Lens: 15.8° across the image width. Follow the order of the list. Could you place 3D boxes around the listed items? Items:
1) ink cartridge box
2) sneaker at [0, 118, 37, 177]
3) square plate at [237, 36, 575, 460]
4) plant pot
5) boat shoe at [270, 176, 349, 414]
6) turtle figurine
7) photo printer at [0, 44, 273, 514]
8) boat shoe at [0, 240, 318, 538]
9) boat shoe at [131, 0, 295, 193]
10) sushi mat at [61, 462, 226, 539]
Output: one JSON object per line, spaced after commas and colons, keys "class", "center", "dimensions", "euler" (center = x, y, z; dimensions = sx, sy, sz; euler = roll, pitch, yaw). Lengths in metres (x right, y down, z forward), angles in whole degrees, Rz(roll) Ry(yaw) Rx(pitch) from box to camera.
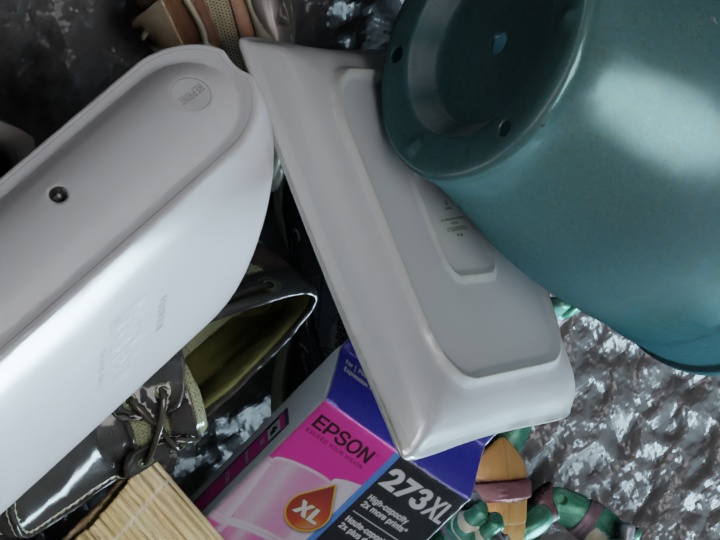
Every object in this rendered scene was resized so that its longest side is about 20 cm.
{"class": "ink cartridge box", "center": [-0.018, 0.112, 1.253], "dimensions": [0.095, 0.037, 0.200], "euler": [36, 110, -22]}
{"class": "sneaker", "center": [-0.226, -0.055, 1.070], "dimensions": [0.199, 0.093, 0.071], "euler": [9, 77, -22]}
{"class": "square plate", "center": [0.032, -0.018, 1.195], "dimensions": [0.200, 0.028, 0.199], "euler": [-6, 73, -65]}
{"class": "plant pot", "center": [0.118, -0.074, 1.179], "dimensions": [0.187, 0.200, 0.201], "euler": [21, 92, -36]}
{"class": "boat shoe", "center": [-0.002, 0.000, 1.271], "dimensions": [0.074, 0.066, 0.201], "euler": [2, 103, -33]}
{"class": "turtle figurine", "center": [0.073, 0.115, 1.333], "dimensions": [0.149, 0.100, 0.201], "euler": [-3, 91, -58]}
{"class": "photo printer", "center": [-0.115, 0.003, 1.093], "dimensions": [0.200, 0.069, 0.167], "euler": [-43, 164, -26]}
{"class": "boat shoe", "center": [-0.097, 0.053, 1.196], "dimensions": [0.201, 0.066, 0.072], "euler": [-45, 143, -33]}
{"class": "boat shoe", "center": [-0.069, -0.126, 1.196], "dimensions": [0.071, 0.076, 0.201], "euler": [-4, 120, 3]}
{"class": "sushi mat", "center": [-0.070, 0.193, 1.229], "dimensions": [0.096, 0.012, 0.200], "euler": [-43, 103, -17]}
